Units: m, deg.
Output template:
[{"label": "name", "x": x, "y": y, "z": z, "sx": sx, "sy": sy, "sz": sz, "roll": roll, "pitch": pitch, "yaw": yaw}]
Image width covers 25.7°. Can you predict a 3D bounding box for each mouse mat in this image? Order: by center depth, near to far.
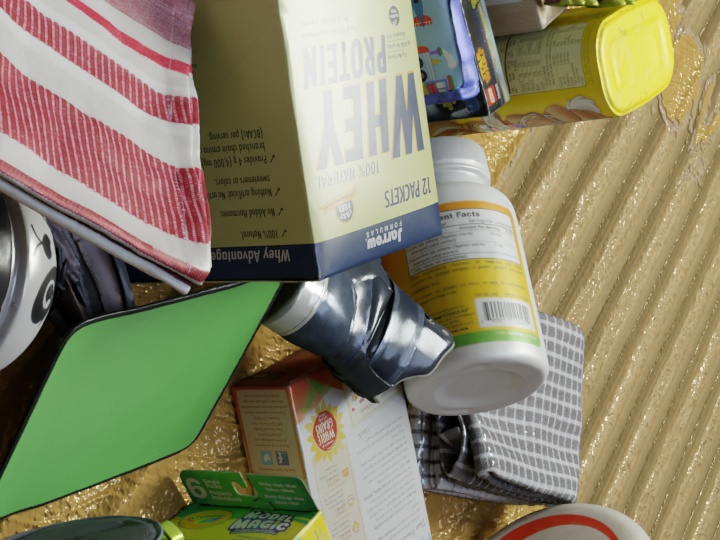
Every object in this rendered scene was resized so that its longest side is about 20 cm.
[{"label": "mouse mat", "x": -0.136, "y": 0.075, "z": 0.957, "sx": 0.200, "sy": 0.008, "sz": 0.161, "roll": -14, "pitch": 140, "yaw": -54}]

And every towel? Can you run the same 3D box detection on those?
[{"label": "towel", "x": -0.132, "y": -0.097, "z": 0.782, "sx": 0.144, "sy": 0.023, "sz": 0.201, "roll": 32, "pitch": 38, "yaw": -41}, {"label": "towel", "x": 0.122, "y": 0.112, "z": 1.340, "sx": 0.200, "sy": 0.085, "sz": 0.166, "roll": 21, "pitch": 70, "yaw": -52}]

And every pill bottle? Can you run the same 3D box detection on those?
[{"label": "pill bottle", "x": 0.074, "y": 0.001, "z": 1.229, "sx": 0.111, "sy": 0.111, "sz": 0.201, "roll": 28, "pitch": 45, "yaw": -50}]

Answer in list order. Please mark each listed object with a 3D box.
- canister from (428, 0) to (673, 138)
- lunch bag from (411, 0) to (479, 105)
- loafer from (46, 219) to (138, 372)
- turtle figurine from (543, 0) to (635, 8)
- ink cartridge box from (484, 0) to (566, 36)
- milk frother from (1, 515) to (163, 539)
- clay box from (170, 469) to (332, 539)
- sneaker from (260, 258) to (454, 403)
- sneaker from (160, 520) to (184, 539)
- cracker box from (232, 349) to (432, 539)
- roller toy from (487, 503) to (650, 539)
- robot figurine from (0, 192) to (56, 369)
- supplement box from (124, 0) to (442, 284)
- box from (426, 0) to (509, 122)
[{"label": "canister", "x": 0.135, "y": -0.162, "z": 1.276, "sx": 0.148, "sy": 0.199, "sz": 0.087, "roll": -32, "pitch": 113, "yaw": -51}, {"label": "lunch bag", "x": -0.006, "y": -0.184, "z": 1.079, "sx": 0.094, "sy": 0.199, "sz": 0.151, "roll": -37, "pitch": 117, "yaw": -50}, {"label": "loafer", "x": -0.187, "y": -0.021, "z": 0.939, "sx": 0.063, "sy": 0.072, "sz": 0.201, "roll": -20, "pitch": 101, "yaw": -34}, {"label": "turtle figurine", "x": 0.162, "y": -0.275, "z": 1.156, "sx": 0.200, "sy": 0.064, "sz": 0.162, "roll": -13, "pitch": 106, "yaw": -59}, {"label": "ink cartridge box", "x": 0.060, "y": -0.279, "z": 1.208, "sx": 0.075, "sy": 0.164, "sz": 0.201, "roll": -46, "pitch": 124, "yaw": -43}, {"label": "milk frother", "x": -0.142, "y": 0.254, "z": 0.860, "sx": 0.180, "sy": 0.199, "sz": 0.189, "roll": -19, "pitch": 103, "yaw": -50}, {"label": "clay box", "x": -0.059, "y": 0.227, "z": 1.050, "sx": 0.048, "sy": 0.115, "sz": 0.201, "roll": -44, "pitch": 122, "yaw": -45}, {"label": "sneaker", "x": -0.001, "y": 0.001, "z": 1.127, "sx": 0.146, "sy": 0.077, "sz": 0.203, "roll": 37, "pitch": 38, "yaw": -26}, {"label": "sneaker", "x": -0.120, "y": 0.256, "z": 0.989, "sx": 0.072, "sy": 0.083, "sz": 0.201, "roll": -25, "pitch": 108, "yaw": -52}, {"label": "cracker box", "x": -0.016, "y": 0.158, "z": 1.165, "sx": 0.134, "sy": 0.058, "sz": 0.201, "roll": -25, "pitch": 107, "yaw": -53}, {"label": "roller toy", "x": 0.176, "y": 0.292, "z": 1.315, "sx": 0.182, "sy": 0.200, "sz": 0.140, "roll": -47, "pitch": 125, "yaw": -28}, {"label": "robot figurine", "x": -0.245, "y": -0.007, "z": 0.791, "sx": 0.200, "sy": 0.125, "sz": 0.151, "roll": 15, "pitch": 104, "yaw": -53}, {"label": "supplement box", "x": -0.077, "y": -0.103, "z": 0.972, "sx": 0.134, "sy": 0.199, "sz": 0.201, "roll": -20, "pitch": 105, "yaw": -52}, {"label": "box", "x": 0.021, "y": -0.207, "z": 1.174, "sx": 0.040, "sy": 0.136, "sz": 0.201, "roll": -39, "pitch": 119, "yaw": -48}]
